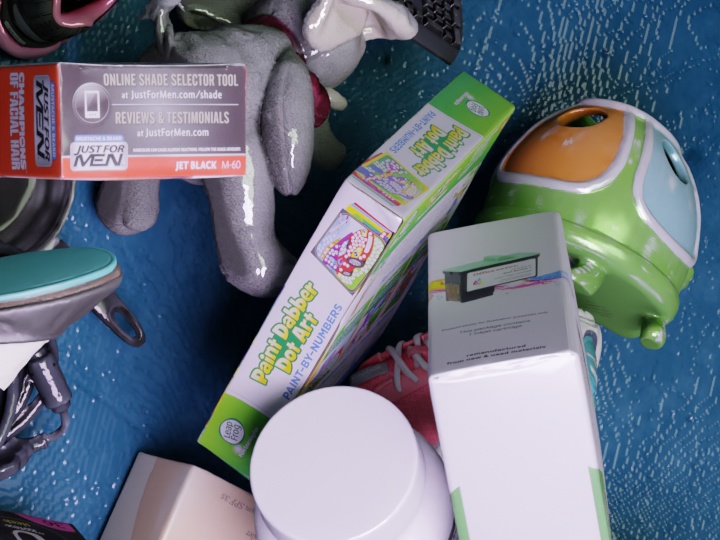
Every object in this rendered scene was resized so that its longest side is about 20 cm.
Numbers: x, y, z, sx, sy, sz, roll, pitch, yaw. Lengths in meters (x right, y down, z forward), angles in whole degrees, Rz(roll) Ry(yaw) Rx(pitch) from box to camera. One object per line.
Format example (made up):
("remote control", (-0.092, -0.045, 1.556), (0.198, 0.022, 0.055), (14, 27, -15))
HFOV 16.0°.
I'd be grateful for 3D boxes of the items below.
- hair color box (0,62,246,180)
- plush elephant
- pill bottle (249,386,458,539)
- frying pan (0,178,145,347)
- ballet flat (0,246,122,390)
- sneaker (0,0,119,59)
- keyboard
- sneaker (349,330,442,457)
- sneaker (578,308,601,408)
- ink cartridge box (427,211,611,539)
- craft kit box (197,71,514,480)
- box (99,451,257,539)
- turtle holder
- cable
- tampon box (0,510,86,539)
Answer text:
("hair color box", (-0.155, -0.081, 1.391), (0.110, 0.200, 0.064), (-2, 93, -30))
("plush elephant", (-0.058, -0.106, 1.500), (0.154, 0.164, 0.202), (-17, 111, -40))
("pill bottle", (0.003, 0.151, 1.458), (0.116, 0.115, 0.200), (-53, 154, -17))
("frying pan", (-0.191, -0.042, 1.502), (0.189, 0.031, 0.116), (25, 81, -31))
("ballet flat", (-0.228, 0.031, 1.402), (0.199, 0.068, 0.069), (-6, 113, -18))
("sneaker", (-0.136, -0.205, 1.491), (0.079, 0.095, 0.201), (42, 71, -22))
("keyboard", (-0.011, -0.212, 1.555), (0.199, 0.021, 0.128), (32, 35, -34))
("sneaker", (0.041, 0.071, 1.573), (0.086, 0.074, 0.201), (22, 118, -23))
("sneaker", (0.107, 0.116, 1.616), (0.077, 0.080, 0.201), (4, 128, -8))
("ink cartridge box", (0.088, 0.074, 1.433), (0.083, 0.200, 0.146), (-9, 113, 6))
("craft kit box", (0.000, 0.000, 1.485), (0.048, 0.198, 0.200), (36, 29, 5))
("box", (-0.122, 0.220, 1.526), (0.095, 0.078, 0.201), (28, 78, -29))
("turtle holder", (0.164, -0.026, 1.643), (0.185, 0.141, 0.132), (29, 74, -23))
("cable", (-0.263, 0.061, 1.442), (0.199, 0.051, 0.164), (-19, 113, -21))
("tampon box", (-0.234, 0.239, 1.410), (0.149, 0.126, 0.201), (15, 99, -30))
